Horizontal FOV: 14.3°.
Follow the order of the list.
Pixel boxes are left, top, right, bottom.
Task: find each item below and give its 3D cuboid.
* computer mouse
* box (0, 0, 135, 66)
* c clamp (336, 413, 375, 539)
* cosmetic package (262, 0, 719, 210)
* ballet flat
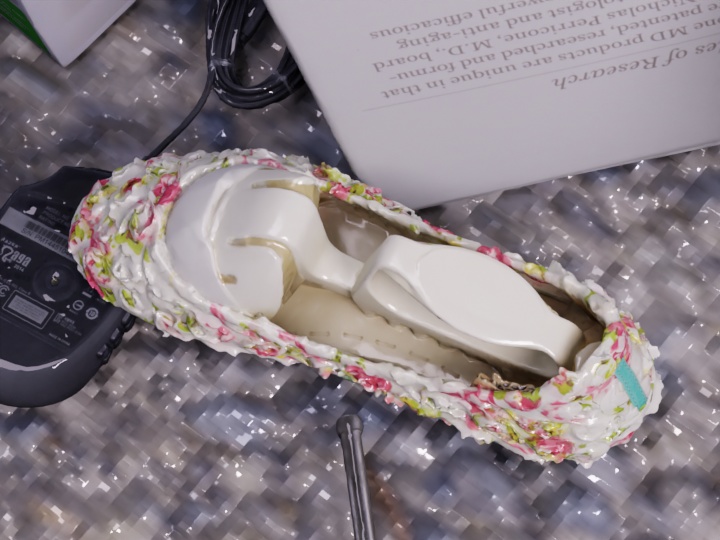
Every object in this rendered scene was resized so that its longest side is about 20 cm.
[{"bbox_3d":[-0.069,-0.034,0.963,0.058,0.034,0.200,29,67,17],"label":"computer mouse"},{"bbox_3d":[-0.088,-0.205,0.969,0.200,0.177,0.097,-45,61,-11],"label":"box"},{"bbox_3d":[-0.076,0.146,0.863,0.199,0.027,0.171,-14,61,-2],"label":"c clamp"},{"bbox_3d":[0.050,-0.147,0.886,0.166,0.200,0.168,-12,61,10],"label":"cosmetic package"},{"bbox_3d":[0.000,0.000,0.886,0.199,0.064,0.076,17,70,12],"label":"ballet flat"}]
